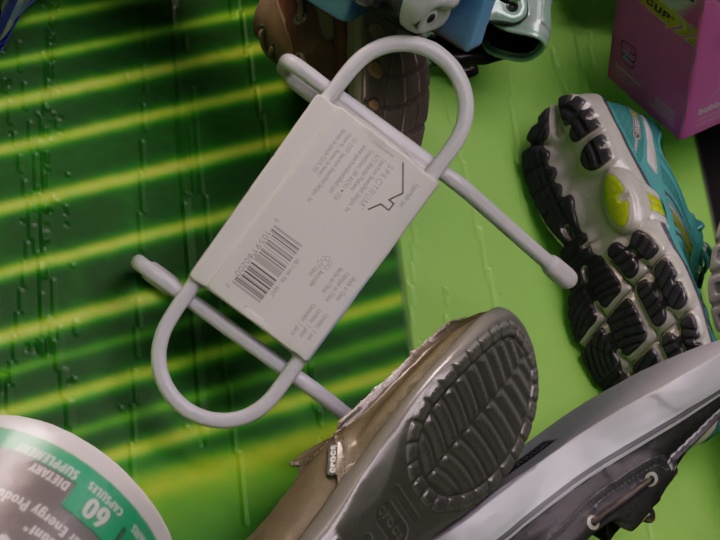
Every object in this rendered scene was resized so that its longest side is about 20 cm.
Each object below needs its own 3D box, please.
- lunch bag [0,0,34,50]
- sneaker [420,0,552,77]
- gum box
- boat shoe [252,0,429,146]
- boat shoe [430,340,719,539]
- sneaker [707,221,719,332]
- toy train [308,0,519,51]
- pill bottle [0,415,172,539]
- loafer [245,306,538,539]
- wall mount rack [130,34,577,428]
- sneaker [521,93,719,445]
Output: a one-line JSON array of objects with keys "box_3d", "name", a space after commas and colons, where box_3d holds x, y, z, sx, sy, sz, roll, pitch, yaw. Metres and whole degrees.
[{"box_3d": [-0.163, -0.217, 1.088, 0.124, 0.200, 0.170, 15, 48, 19], "name": "lunch bag"}, {"box_3d": [0.105, -0.166, 1.242, 0.200, 0.074, 0.118, -17, 65, -1], "name": "sneaker"}, {"box_3d": [0.232, -0.162, 1.255, 0.200, 0.114, 0.066, -24, 50, -24], "name": "gum box"}, {"box_3d": [-0.013, -0.122, 1.187, 0.076, 0.072, 0.200, 38, 44, -55], "name": "boat shoe"}, {"box_3d": [0.104, 0.100, 1.097, 0.200, 0.069, 0.057, -32, 96, -18], "name": "boat shoe"}, {"box_3d": [0.219, 0.038, 1.184, 0.087, 0.074, 0.200, -43, 124, -73], "name": "sneaker"}, {"box_3d": [-0.013, -0.172, 1.096, 0.200, 0.087, 0.114, 34, 42, 18], "name": "toy train"}, {"box_3d": [-0.162, 0.158, 0.891, 0.113, 0.113, 0.200, 37, 50, -5], "name": "pill bottle"}, {"box_3d": [0.003, 0.087, 1.038, 0.200, 0.070, 0.075, -46, 129, -28], "name": "loafer"}, {"box_3d": [0.000, 0.000, 1.080, 0.174, 0.075, 0.200, 37, 86, -2], "name": "wall mount rack"}, {"box_3d": [0.151, -0.004, 1.206, 0.080, 0.077, 0.200, 7, 58, -38], "name": "sneaker"}]
